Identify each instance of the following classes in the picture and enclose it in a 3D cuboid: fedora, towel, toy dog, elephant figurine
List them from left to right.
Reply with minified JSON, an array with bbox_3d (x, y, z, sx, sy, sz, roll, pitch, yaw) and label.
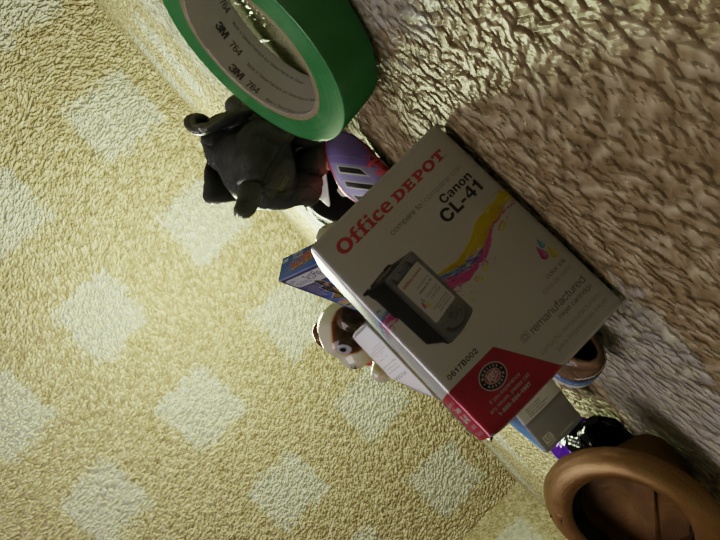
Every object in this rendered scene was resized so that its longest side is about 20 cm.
[{"bbox_3d":[-0.139,-0.139,0.888,0.198,0.143,0.155,17,-175,34],"label":"elephant figurine"},{"bbox_3d":[-0.085,-0.231,0.764,0.149,0.036,0.200,52,173,-35],"label":"towel"},{"bbox_3d":[0.026,0.071,1.164,0.139,0.199,0.196,-15,99,50],"label":"toy dog"},{"bbox_3d":[0.283,0.230,0.779,0.199,0.082,0.202,21,136,21],"label":"fedora"}]

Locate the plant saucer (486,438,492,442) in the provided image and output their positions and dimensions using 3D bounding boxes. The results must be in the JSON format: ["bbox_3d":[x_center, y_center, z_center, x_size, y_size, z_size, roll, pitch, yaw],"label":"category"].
[{"bbox_3d":[0.096,0.113,0.904,0.201,0.035,0.200,49,176,5],"label":"plant saucer"}]

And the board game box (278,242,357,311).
[{"bbox_3d":[0.000,0.000,0.979,0.134,0.035,0.199,22,156,-28],"label":"board game box"}]

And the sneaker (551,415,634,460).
[{"bbox_3d":[0.279,0.202,0.909,0.100,0.069,0.200,57,167,-26],"label":"sneaker"}]

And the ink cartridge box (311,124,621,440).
[{"bbox_3d":[0.079,0.011,0.613,0.200,0.148,0.086,45,175,9],"label":"ink cartridge box"}]

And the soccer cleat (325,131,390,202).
[{"bbox_3d":[0.038,-0.077,0.855,0.076,0.067,0.201,-26,102,48],"label":"soccer cleat"}]

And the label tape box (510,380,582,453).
[{"bbox_3d":[0.154,0.102,0.905,0.201,0.066,0.143,52,174,-23],"label":"label tape box"}]

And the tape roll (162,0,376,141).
[{"bbox_3d":[-0.078,-0.197,0.641,0.200,0.048,0.201,35,162,13],"label":"tape roll"}]

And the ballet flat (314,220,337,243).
[{"bbox_3d":[-0.033,-0.035,1.079,0.071,0.071,0.200,46,169,6],"label":"ballet flat"}]

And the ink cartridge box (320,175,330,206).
[{"bbox_3d":[-0.117,-0.164,1.111,0.200,0.067,0.117,40,142,55],"label":"ink cartridge box"}]

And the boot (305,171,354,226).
[{"bbox_3d":[-0.025,-0.084,1.188,0.199,0.073,0.151,29,168,48],"label":"boot"}]

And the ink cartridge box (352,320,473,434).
[{"bbox_3d":[0.109,0.108,1.063,0.200,0.162,0.057,49,140,-1],"label":"ink cartridge box"}]

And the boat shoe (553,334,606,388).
[{"bbox_3d":[0.139,0.023,0.698,0.199,0.072,0.072,36,167,15],"label":"boat shoe"}]
